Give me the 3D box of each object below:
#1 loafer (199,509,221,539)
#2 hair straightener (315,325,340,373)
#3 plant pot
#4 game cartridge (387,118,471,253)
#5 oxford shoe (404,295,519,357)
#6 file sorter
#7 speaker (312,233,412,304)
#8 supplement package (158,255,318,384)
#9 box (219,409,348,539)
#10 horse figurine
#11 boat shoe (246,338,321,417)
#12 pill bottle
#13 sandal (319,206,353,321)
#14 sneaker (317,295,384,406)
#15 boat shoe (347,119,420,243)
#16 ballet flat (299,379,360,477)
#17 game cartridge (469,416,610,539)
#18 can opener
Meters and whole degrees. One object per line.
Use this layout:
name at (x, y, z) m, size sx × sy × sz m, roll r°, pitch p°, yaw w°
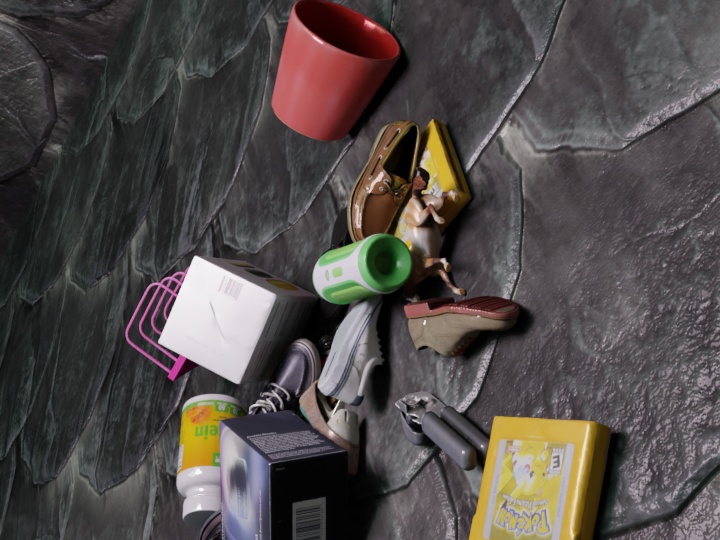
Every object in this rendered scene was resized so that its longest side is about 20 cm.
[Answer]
loafer at (-0.188, 0.400, 1.826) m, size 0.200 × 0.072 × 0.063 m, roll -47°, pitch 40°, yaw 29°
hair straightener at (-0.081, 0.139, 1.834) m, size 0.200 × 0.041 × 0.077 m, roll -47°, pitch 36°, yaw 37°
plant pot at (-0.055, -0.328, 1.957) m, size 0.178 × 0.199 × 0.201 m, roll -63°, pitch 28°, yaw 30°
game cartridge at (0.077, -0.099, 1.731) m, size 0.200 × 0.032 × 0.177 m, roll -50°, pitch 34°, yaw 29°
oxford shoe at (0.135, 0.074, 1.509) m, size 0.200 × 0.070 × 0.075 m, roll -3°, pitch 96°, yaw 57°
file sorter at (-0.299, 0.078, 2.059) m, size 0.139 × 0.125 × 0.200 m, roll -58°, pitch -9°, yaw 20°
speaker at (0.000, 0.000, 1.670) m, size 0.200 × 0.088 × 0.089 m, roll -17°, pitch 57°, yaw 66°
supplement package at (-0.188, 0.077, 1.849) m, size 0.151 × 0.200 × 0.151 m, roll 25°, pitch 95°, yaw 16°
box at (-0.111, 0.322, 1.626) m, size 0.198 × 0.122 × 0.202 m, roll -159°, pitch 67°, yaw -62°
horse figurine at (0.094, -0.047, 1.609) m, size 0.132 × 0.050 × 0.201 m, roll -163°, pitch 64°, yaw -64°
boat shoe at (-0.127, 0.203, 1.785) m, size 0.074 × 0.093 × 0.201 m, roll 26°, pitch 111°, yaw 24°
pill bottle at (-0.245, 0.316, 1.929) m, size 0.111 × 0.111 × 0.201 m, roll -38°, pitch 41°, yaw 43°
sandal at (-0.046, -0.014, 1.870) m, size 0.075 × 0.045 × 0.201 m, roll -25°, pitch 51°, yaw 51°
sneaker at (0.000, 0.114, 1.693) m, size 0.073 × 0.071 × 0.201 m, roll -40°, pitch 19°, yaw 48°
boat shoe at (0.036, -0.129, 1.718) m, size 0.068 × 0.072 × 0.201 m, roll -4°, pitch 69°, yaw 61°
ballet flat at (-0.039, 0.218, 1.693) m, size 0.067 × 0.068 × 0.200 m, roll -54°, pitch 33°, yaw 11°
game cartridge at (0.190, 0.264, 1.292) m, size 0.176 × 0.032 × 0.201 m, roll -9°, pitch 64°, yaw 58°
can opener at (0.106, 0.209, 1.484) m, size 0.200 × 0.053 × 0.067 m, roll -143°, pitch 44°, yaw -60°
